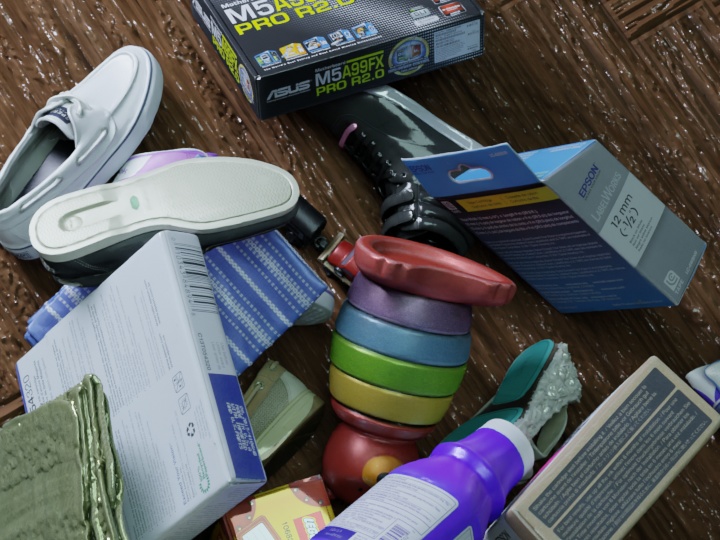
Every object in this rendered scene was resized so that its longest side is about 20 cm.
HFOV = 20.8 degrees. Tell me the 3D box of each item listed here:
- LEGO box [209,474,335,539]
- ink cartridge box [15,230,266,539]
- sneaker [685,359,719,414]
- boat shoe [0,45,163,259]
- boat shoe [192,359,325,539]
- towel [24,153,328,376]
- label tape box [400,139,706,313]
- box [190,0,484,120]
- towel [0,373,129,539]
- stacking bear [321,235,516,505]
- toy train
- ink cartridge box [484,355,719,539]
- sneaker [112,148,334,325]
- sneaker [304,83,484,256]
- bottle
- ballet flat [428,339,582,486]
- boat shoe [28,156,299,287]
[{"bbox_3d":[-0.041,0.266,1.402,0.077,0.149,0.201,-16,75,-15],"label":"LEGO box"},{"bbox_3d":[-0.161,0.106,1.404,0.043,0.200,0.198,6,57,-42],"label":"ink cartridge box"},{"bbox_3d":[0.312,0.141,1.555,0.146,0.081,0.201,27,73,11],"label":"sneaker"},{"bbox_3d":[-0.223,-0.104,1.531,0.073,0.065,0.201,15,64,29],"label":"boat shoe"},{"bbox_3d":[-0.113,0.149,1.475,0.063,0.073,0.201,41,67,14],"label":"boat shoe"},{"bbox_3d":[-0.143,0.029,1.483,0.200,0.024,0.145,-44,87,9],"label":"towel"},{"bbox_3d":[0.148,-0.050,1.510,0.200,0.143,0.066,42,66,-24],"label":"label tape box"},{"bbox_3d":[-0.021,-0.208,1.589,0.199,0.044,0.161,-17,45,-15],"label":"box"},{"bbox_3d":[-0.218,0.167,1.386,0.036,0.200,0.150,4,69,-34],"label":"towel"},{"bbox_3d":[0.025,0.084,1.479,0.121,0.114,0.202,11,100,-20],"label":"stacking bear"},{"bbox_3d":[0.000,0.000,1.557,0.200,0.046,0.034,41,69,5],"label":"toy train"},{"bbox_3d":[0.164,0.167,1.447,0.075,0.200,0.165,44,69,7],"label":"ink cartridge box"},{"bbox_3d":[-0.104,-0.035,1.539,0.199,0.073,0.115,20,66,-3],"label":"sneaker"},{"bbox_3d":[0.023,-0.080,1.575,0.199,0.071,0.100,29,64,-4],"label":"sneaker"},{"bbox_3d":[0.042,0.172,1.344,0.083,0.066,0.200,15,38,39],"label":"bottle"},{"bbox_3d":[0.119,0.125,1.496,0.072,0.072,0.200,41,44,5],"label":"ballet flat"},{"bbox_3d":[-0.140,-0.033,1.447,0.198,0.068,0.072,-12,50,2],"label":"boat shoe"}]
